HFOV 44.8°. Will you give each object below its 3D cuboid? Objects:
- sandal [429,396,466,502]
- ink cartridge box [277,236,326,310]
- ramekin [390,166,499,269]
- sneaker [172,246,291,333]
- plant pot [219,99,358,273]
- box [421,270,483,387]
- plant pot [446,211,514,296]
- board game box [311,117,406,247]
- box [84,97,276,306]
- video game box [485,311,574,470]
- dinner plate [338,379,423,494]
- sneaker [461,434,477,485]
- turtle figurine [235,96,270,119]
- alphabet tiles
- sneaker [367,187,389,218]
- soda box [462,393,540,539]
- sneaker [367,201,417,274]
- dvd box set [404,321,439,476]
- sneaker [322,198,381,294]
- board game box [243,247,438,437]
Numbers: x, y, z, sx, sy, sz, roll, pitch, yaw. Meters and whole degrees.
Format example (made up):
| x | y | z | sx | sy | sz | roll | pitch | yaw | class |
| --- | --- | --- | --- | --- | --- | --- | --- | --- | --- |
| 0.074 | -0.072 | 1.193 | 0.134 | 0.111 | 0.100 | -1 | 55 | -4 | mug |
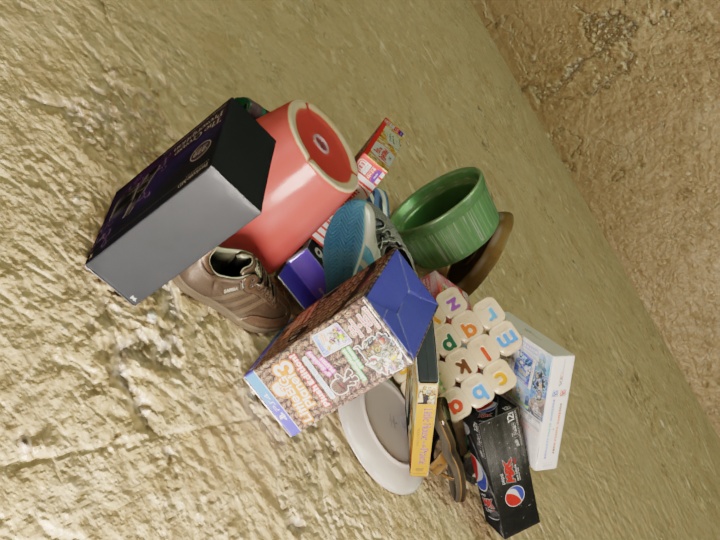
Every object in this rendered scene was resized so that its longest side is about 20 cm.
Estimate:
| x | y | z | sx | sy | sz | roll | pitch | yaw | class |
| --- | --- | --- | --- | --- | --- | --- | --- | --- | --- |
| 0.116 | 0.261 | 1.259 | 0.082 | 0.054 | 0.201 | -99 | 173 | -45 | sandal |
| -0.027 | 0.034 | 1.287 | 0.199 | 0.043 | 0.200 | 52 | 22 | -14 | ink cartridge box |
| 0.158 | -0.092 | 1.603 | 0.098 | 0.198 | 0.201 | 56 | 25 | -20 | ramekin |
| -0.142 | 0.019 | 1.080 | 0.199 | 0.075 | 0.071 | 28 | 39 | -46 | sneaker |
| -0.111 | -0.121 | 1.170 | 0.200 | 0.176 | 0.202 | 41 | 30 | -30 | plant pot |
| 0.132 | 0.118 | 1.437 | 0.102 | 0.094 | 0.202 | 33 | 35 | -41 | box |
| 0.218 | -0.031 | 1.646 | 0.027 | 0.201 | 0.201 | 32 | 31 | -9 | plant pot |
| -0.005 | -0.134 | 1.307 | 0.046 | 0.152 | 0.200 | 37 | 24 | -6 | board game box |
| -0.192 | -0.074 | 0.947 | 0.079 | 0.199 | 0.142 | 41 | 29 | -30 | box |
| 0.251 | 0.182 | 1.366 | 0.046 | 0.185 | 0.200 | -3 | 18 | -21 | video game box |
| 0.038 | 0.219 | 1.245 | 0.200 | 0.024 | 0.202 | 43 | 30 | -32 | dinner plate |
| 0.195 | 0.286 | 1.428 | 0.088 | 0.078 | 0.199 | 33 | 18 | 26 | sneaker |
| -0.111 | -0.197 | 1.352 | 0.199 | 0.100 | 0.151 | 12 | 51 | -49 | turtle figurine |
| 0.142 | 0.126 | 1.334 | 0.197 | 0.198 | 0.015 | 57 | -5 | 33 | alphabet tiles |
| 0.012 | -0.067 | 1.457 | 0.082 | 0.074 | 0.202 | 24 | 37 | -40 | sneaker |
| 0.211 | 0.295 | 1.315 | 0.063 | 0.070 | 0.203 | -151 | -136 | -67 | soda box |
| 0.044 | -0.037 | 1.356 | 0.201 | 0.074 | 0.082 | 59 | -17 | 25 | sneaker |
| 0.081 | 0.161 | 1.185 | 0.147 | 0.029 | 0.202 | -91 | -178 | -46 | dvd box set |
| 0.000 | 0.000 | 1.200 | 0.080 | 0.076 | 0.203 | -13 | 112 | -42 | sneaker |
| -0.020 | 0.086 | 1.080 | 0.097 | 0.199 | 0.160 | 52 | 26 | -8 | board game box |
